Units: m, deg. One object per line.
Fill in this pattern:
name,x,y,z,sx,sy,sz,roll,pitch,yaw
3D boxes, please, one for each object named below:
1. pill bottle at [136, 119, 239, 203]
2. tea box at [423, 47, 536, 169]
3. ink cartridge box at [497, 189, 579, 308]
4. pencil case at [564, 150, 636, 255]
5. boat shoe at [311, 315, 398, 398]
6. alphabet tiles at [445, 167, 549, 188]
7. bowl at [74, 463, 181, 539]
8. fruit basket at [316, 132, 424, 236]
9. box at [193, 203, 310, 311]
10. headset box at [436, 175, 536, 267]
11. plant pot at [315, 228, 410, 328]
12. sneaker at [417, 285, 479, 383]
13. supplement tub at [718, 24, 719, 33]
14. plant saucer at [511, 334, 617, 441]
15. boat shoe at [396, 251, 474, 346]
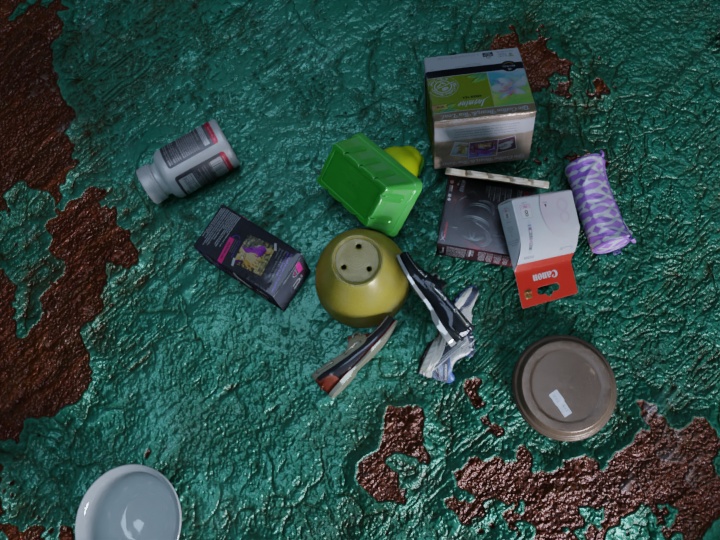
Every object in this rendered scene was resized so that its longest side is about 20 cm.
pill bottle,-0.367,-0.225,1.353,0.199,0.111,0.111,-30,74,-4
tea box,0.235,-0.329,1.295,0.197,0.134,0.199,-6,56,3
ink cartridge box,0.356,-0.045,1.218,0.161,0.057,0.203,-11,83,-30
pencil case,0.475,-0.132,1.270,0.085,0.083,0.202,-25,72,33
boat shoe,-0.009,0.157,1.242,0.063,0.071,0.200,43,86,17
alphabet tiles,0.265,-0.182,1.249,0.197,0.196,0.015,9,98,7
bowl,-0.413,0.463,1.177,0.198,0.090,0.204,-1,75,4
fruit basket,0.043,-0.186,1.309,0.215,0.215,0.156,36,117,13
box,-0.214,-0.024,1.278,0.199,0.122,0.107,32,78,12
headset box,0.261,-0.096,1.284,0.197,0.077,0.151,10,75,9
plant pot,0.000,0.000,1.244,0.197,0.142,0.203,-1,75,4
sneaker,0.189,0.126,1.238,0.085,0.077,0.202,28,86,2
supplement tub,0.845,-0.459,1.312,0.121,0.123,0.202,-22,74,-2
plant saucer,0.389,0.220,1.211,0.197,0.029,0.203,-1,75,4
boat shoe,0.138,0.043,1.187,0.060,0.076,0.201,-33,81,6
